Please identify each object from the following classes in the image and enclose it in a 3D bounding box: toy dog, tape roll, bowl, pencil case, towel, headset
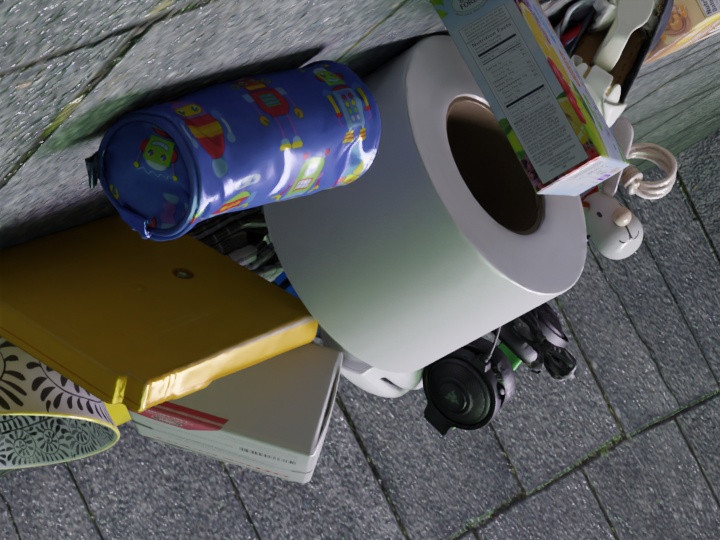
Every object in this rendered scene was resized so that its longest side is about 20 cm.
[{"bbox_3d":[0.177,-0.112,1.879,0.132,0.199,0.096,-52,168,-23],"label":"toy dog"},{"bbox_3d":[0.046,-0.045,1.551,0.139,0.204,0.202,-30,175,31],"label":"tape roll"},{"bbox_3d":[-0.278,0.082,1.608,0.199,0.095,0.201,-5,164,-1],"label":"bowl"},{"bbox_3d":[-0.071,-0.071,1.320,0.200,0.078,0.087,-22,144,-52],"label":"pencil case"},{"bbox_3d":[-0.167,0.011,1.723,0.199,0.086,0.166,-24,173,-26],"label":"towel"},{"bbox_3d":[0.113,0.073,1.665,0.123,0.094,0.200,-43,169,-18],"label":"headset"}]

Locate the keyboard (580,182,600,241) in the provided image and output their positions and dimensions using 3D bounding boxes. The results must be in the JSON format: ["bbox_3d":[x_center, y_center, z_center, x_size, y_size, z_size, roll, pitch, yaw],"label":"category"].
[{"bbox_3d":[0.122,-0.027,1.749,0.021,0.128,0.200,23,130,-38],"label":"keyboard"}]

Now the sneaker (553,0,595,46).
[{"bbox_3d":[0.153,-0.158,1.753,0.199,0.071,0.112,-35,179,4],"label":"sneaker"}]

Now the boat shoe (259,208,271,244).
[{"bbox_3d":[-0.067,-0.037,1.836,0.065,0.074,0.200,12,163,14],"label":"boat shoe"}]

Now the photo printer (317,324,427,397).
[{"bbox_3d":[0.000,0.000,1.694,0.069,0.201,0.166,-21,169,12],"label":"photo printer"}]

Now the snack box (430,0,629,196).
[{"bbox_3d":[0.115,-0.122,1.452,0.053,0.143,0.200,-28,175,11],"label":"snack box"}]

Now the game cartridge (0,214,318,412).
[{"bbox_3d":[-0.153,0.025,1.488,0.200,0.176,0.033,-22,134,-50],"label":"game cartridge"}]

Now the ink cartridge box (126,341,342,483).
[{"bbox_3d":[-0.093,0.093,1.629,0.145,0.085,0.200,17,167,0],"label":"ink cartridge box"}]

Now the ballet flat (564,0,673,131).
[{"bbox_3d":[0.177,-0.151,1.629,0.201,0.073,0.073,-59,-173,-18],"label":"ballet flat"}]

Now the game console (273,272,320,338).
[{"bbox_3d":[-0.006,-0.020,2.023,0.199,0.171,0.119,-30,155,-19],"label":"game console"}]

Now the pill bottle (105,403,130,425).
[{"bbox_3d":[-0.216,0.078,2.004,0.199,0.113,0.112,-24,175,-42],"label":"pill bottle"}]

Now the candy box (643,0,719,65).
[{"bbox_3d":[0.323,-0.245,1.868,0.199,0.056,0.115,-25,176,-28],"label":"candy box"}]
